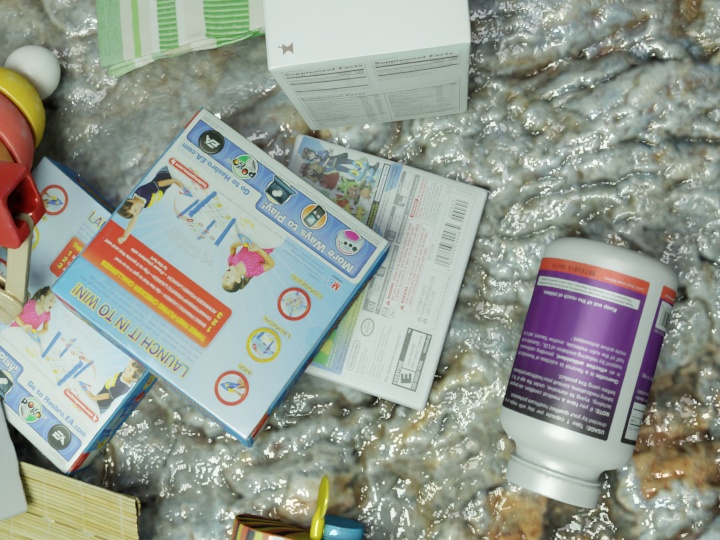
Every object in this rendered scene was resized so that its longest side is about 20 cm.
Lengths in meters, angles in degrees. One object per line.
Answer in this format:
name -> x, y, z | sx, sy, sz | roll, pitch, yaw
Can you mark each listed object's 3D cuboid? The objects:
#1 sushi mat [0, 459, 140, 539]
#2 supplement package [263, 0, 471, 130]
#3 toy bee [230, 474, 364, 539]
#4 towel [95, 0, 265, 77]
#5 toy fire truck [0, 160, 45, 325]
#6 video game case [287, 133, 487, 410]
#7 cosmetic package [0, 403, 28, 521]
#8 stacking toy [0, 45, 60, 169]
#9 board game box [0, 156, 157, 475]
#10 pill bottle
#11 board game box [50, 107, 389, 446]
sushi mat -> -0.273, 0.216, 0.812 | 0.197, 0.012, 0.097 | 12, 106, 20
supplement package -> 0.010, -0.217, 0.755 | 0.148, 0.200, 0.155 | -6, 86, 6
toy bee -> -0.020, 0.237, 0.772 | 0.197, 0.109, 0.133 | -12, 83, 5
towel -> -0.157, -0.267, 0.839 | 0.197, 0.023, 0.155 | -7, 84, 26
toy fire truck -> -0.316, 0.007, 0.742 | 0.138, 0.049, 0.202 | 7, 127, 4
video game case -> 0.000, 0.000, 0.831 | 0.180, 0.022, 0.203 | 17, 88, 7
cosmetic package -> -0.393, 0.189, 0.806 | 0.198, 0.071, 0.103 | -21, 83, 22
stacking toy -> -0.323, -0.125, 0.811 | 0.144, 0.147, 0.201 | 20, 49, 7
board game box -> -0.264, 0.039, 0.838 | 0.199, 0.056, 0.197 | 40, 90, 7
pill bottle -> 0.180, 0.082, 0.759 | 0.111, 0.112, 0.203 | 16, 87, 7
board game box -> -0.111, 0.004, 0.769 | 0.199, 0.056, 0.197 | 36, 74, 6
